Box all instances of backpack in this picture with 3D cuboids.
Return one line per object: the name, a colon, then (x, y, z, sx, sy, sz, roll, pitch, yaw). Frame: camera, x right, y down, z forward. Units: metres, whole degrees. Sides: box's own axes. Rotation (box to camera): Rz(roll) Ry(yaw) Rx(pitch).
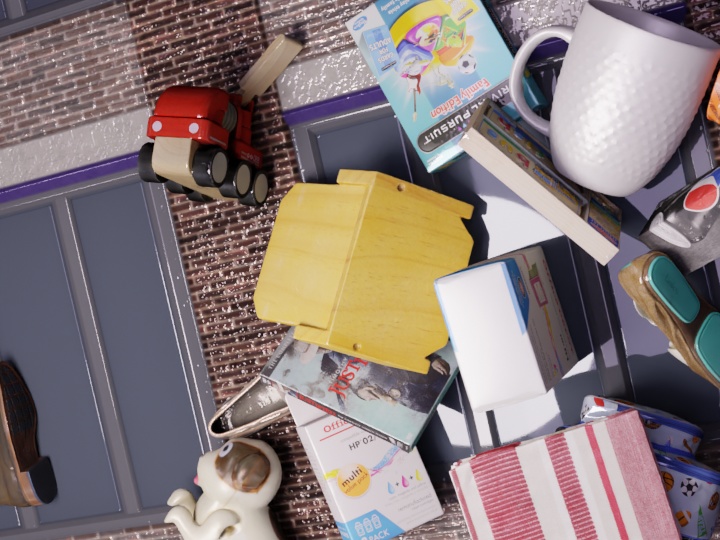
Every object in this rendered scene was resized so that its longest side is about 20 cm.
backpack: (0.294, 0.220, 1.406, 0.190, 0.200, 0.154, 24, 91, 14)

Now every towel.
towel: (0.204, 0.232, 1.317, 0.200, 0.023, 0.144, -18, 93, 9)

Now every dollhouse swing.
dollhouse swing: (0.000, 0.000, 1.534, 0.182, 0.176, 0.200, 18, 83, -21)

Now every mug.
mug: (0.252, -0.185, 1.385, 0.200, 0.148, 0.176, 25, 112, 16)

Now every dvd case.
dvd case: (0.004, 0.110, 1.534, 0.200, 0.022, 0.146, 23, 60, 19)

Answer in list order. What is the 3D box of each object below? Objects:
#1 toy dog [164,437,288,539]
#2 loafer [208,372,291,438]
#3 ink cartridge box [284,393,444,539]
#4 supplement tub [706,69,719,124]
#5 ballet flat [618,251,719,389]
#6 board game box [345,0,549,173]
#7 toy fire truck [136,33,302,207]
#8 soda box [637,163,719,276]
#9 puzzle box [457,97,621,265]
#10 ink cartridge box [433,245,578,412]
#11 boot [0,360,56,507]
toy dog: (-0.146, 0.304, 1.606, 0.194, 0.140, 0.200, 0, 97, 8)
loafer: (-0.102, 0.149, 1.607, 0.200, 0.063, 0.072, -36, 83, 21)
ink cartridge box: (0.002, 0.214, 1.544, 0.115, 0.068, 0.200, -23, 88, -13)
supplement tub: (0.459, -0.165, 1.318, 0.200, 0.122, 0.123, 21, 103, 18)
ballet flat: (0.343, 0.059, 1.409, 0.200, 0.068, 0.072, 44, 157, -19)
board game box: (0.096, -0.235, 1.493, 0.151, 0.047, 0.200, -31, 84, 22)
toy fire truck: (-0.155, -0.185, 1.539, 0.128, 0.176, 0.200, 5, 84, 21)
soda box: (0.376, -0.068, 1.334, 0.071, 0.063, 0.200, 42, 143, -6)
puzzle box: (0.194, -0.098, 1.398, 0.200, 0.133, 0.025, 39, 114, -5)
ink cartridge box: (0.161, 0.058, 1.421, 0.085, 0.200, 0.145, -17, 90, 18)
boot: (-0.484, 0.226, 1.760, 0.097, 0.075, 0.200, -15, 93, 19)
